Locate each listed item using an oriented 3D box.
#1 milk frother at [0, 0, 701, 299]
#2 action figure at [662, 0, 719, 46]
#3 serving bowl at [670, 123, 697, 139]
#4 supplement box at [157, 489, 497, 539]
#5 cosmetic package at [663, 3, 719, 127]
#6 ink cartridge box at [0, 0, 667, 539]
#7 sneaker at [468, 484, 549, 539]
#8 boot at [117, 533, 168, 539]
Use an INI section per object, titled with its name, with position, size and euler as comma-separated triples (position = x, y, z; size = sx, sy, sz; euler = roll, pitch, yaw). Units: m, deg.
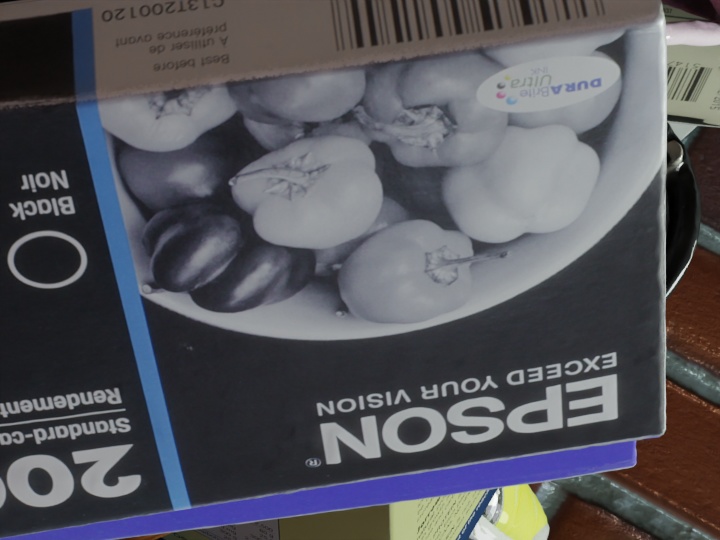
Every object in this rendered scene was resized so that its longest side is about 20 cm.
[milk frother]
position = 0.012, -0.078, 0.632
size = 0.181, 0.200, 0.188
euler = -59, 171, 9
[action figure]
position = 0.186, -0.104, 0.960
size = 0.149, 0.134, 0.200
euler = -48, 134, 7
[serving bowl]
position = 0.116, -0.152, 1.204
size = 0.200, 0.066, 0.200
euler = -29, -127, 46
[supplement box]
position = 0.000, 0.000, 0.923
size = 0.200, 0.134, 0.200
euler = -56, 160, -31
[cosmetic package]
position = 0.130, -0.174, 1.082
size = 0.087, 0.103, 0.200
euler = 104, -7, -67
[ink cartridge box]
position = -0.025, 0.014, 0.594
size = 0.200, 0.198, 0.043
euler = 81, 0, -48
[sneaker]
position = 0.034, 0.059, 1.101
size = 0.076, 0.200, 0.075
euler = -46, -147, -7
[boot]
position = -0.054, 0.055, 0.768
size = 0.200, 0.069, 0.188
euler = -20, 168, 13
